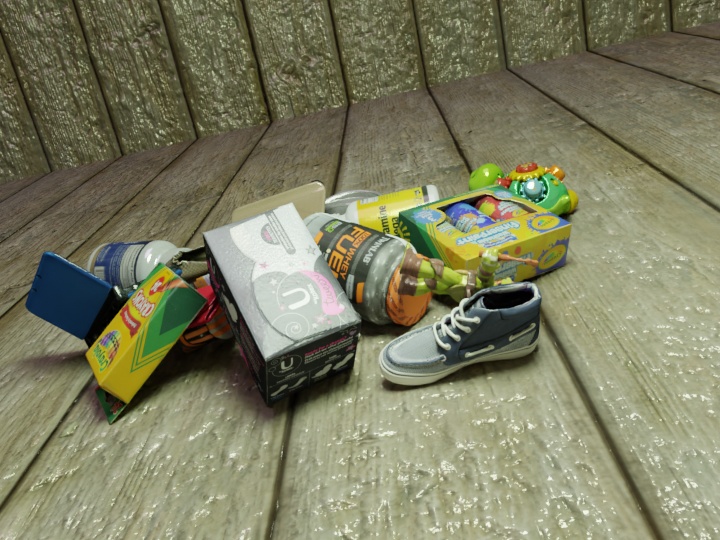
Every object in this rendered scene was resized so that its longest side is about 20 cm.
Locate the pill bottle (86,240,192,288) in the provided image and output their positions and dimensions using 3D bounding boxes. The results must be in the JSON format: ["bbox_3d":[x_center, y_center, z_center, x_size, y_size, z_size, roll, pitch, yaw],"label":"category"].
[{"bbox_3d":[-0.384,0.003,1.305,0.196,0.113,0.111,-1,24,29],"label":"pill bottle"}]

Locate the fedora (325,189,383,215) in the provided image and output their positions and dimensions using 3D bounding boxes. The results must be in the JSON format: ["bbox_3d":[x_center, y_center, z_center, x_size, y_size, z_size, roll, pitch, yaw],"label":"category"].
[{"bbox_3d":[-0.022,-0.094,1.359,0.196,0.092,0.177,-5,22,21],"label":"fedora"}]

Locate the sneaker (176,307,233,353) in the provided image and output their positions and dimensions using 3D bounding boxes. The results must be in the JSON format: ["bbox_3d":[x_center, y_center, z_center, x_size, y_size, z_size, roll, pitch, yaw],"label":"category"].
[{"bbox_3d":[-0.218,0.063,1.107,0.110,0.079,0.200,-20,4,21],"label":"sneaker"}]

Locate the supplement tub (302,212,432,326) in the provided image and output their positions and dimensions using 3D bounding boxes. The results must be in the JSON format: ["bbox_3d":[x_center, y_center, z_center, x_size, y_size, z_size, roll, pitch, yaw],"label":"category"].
[{"bbox_3d":[0.000,0.000,1.033,0.197,0.125,0.122,19,35,33],"label":"supplement tub"}]

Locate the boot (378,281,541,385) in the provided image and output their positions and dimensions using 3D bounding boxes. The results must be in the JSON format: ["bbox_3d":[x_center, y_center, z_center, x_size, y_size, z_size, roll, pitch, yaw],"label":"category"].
[{"bbox_3d":[0.113,0.067,0.846,0.196,0.091,0.074,-15,47,-4],"label":"boot"}]

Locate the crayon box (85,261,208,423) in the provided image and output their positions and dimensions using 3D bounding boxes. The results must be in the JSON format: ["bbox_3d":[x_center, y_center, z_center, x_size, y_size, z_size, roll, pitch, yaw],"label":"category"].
[{"bbox_3d":[-0.302,0.092,0.987,0.201,0.051,0.126,-54,31,-9],"label":"crayon box"}]

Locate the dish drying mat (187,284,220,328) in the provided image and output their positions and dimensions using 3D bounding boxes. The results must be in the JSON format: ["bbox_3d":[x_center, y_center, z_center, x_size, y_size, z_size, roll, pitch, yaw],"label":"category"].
[{"bbox_3d":[-0.259,0.058,1.044,0.198,0.018,0.077,-15,35,44],"label":"dish drying mat"}]

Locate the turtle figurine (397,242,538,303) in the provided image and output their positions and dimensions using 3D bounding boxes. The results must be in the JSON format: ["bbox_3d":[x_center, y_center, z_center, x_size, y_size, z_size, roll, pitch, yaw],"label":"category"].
[{"bbox_3d":[0.126,0.020,0.899,0.158,0.066,0.200,11,-15,6],"label":"turtle figurine"}]

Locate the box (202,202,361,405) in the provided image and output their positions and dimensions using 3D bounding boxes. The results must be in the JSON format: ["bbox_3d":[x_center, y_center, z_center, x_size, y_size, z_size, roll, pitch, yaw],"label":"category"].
[{"bbox_3d":[-0.100,0.036,0.913,0.130,0.116,0.202,-21,60,-19],"label":"box"}]

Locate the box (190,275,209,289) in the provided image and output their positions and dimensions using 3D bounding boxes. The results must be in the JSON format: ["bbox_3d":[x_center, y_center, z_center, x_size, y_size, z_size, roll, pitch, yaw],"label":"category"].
[{"bbox_3d":[-0.186,0.004,1.244,0.197,0.042,0.119,-20,39,-23],"label":"box"}]

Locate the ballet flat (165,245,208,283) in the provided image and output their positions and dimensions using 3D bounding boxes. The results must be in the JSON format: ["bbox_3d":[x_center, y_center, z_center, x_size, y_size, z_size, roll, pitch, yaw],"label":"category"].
[{"bbox_3d":[-0.220,-0.030,1.154,0.196,0.047,0.068,-18,37,3],"label":"ballet flat"}]

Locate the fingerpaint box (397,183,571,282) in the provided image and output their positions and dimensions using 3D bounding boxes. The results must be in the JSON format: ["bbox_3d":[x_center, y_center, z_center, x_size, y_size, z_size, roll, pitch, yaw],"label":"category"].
[{"bbox_3d":[0.178,-0.048,1.069,0.197,0.075,0.167,-17,35,-26],"label":"fingerpaint box"}]

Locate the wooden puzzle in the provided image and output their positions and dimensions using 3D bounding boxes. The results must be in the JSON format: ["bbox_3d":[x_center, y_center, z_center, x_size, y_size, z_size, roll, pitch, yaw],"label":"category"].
[{"bbox_3d":[-0.143,-0.064,1.232,0.182,0.038,0.202,-18,35,10],"label":"wooden puzzle"}]

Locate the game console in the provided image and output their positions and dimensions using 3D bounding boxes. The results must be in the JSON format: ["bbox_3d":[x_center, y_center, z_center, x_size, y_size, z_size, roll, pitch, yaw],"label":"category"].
[{"bbox_3d":[-0.395,0.029,1.121,0.170,0.119,0.200,-31,-6,-41],"label":"game console"}]

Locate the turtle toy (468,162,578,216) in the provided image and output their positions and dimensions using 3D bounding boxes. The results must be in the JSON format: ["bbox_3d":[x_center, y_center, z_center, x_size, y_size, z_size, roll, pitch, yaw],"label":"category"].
[{"bbox_3d":[0.274,-0.134,1.264,0.198,0.103,0.145,9,30,45],"label":"turtle toy"}]

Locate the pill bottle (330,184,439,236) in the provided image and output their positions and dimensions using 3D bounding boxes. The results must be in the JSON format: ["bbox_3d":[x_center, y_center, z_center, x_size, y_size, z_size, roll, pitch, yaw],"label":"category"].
[{"bbox_3d":[0.042,-0.069,1.228,0.196,0.115,0.113,-12,21,6],"label":"pill bottle"}]

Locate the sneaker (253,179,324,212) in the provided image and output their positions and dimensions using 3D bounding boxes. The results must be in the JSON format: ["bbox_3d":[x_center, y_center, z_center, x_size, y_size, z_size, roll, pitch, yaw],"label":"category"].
[{"bbox_3d":[-0.151,-0.103,1.338,0.200,0.088,0.074,-48,19,-2],"label":"sneaker"}]
